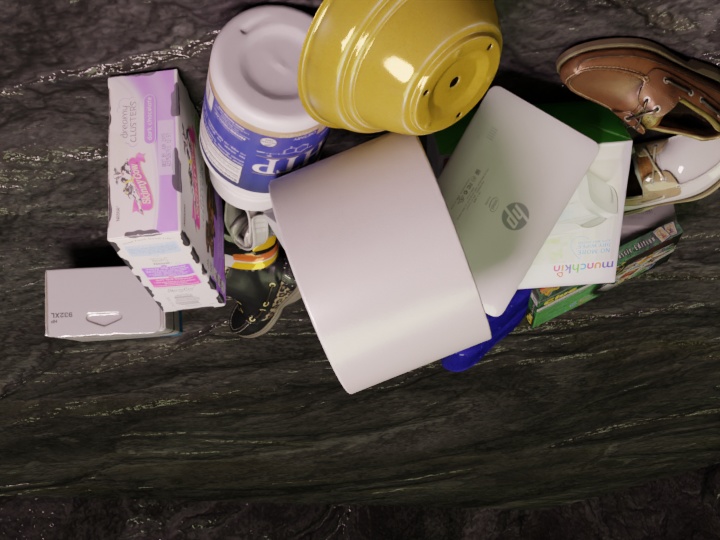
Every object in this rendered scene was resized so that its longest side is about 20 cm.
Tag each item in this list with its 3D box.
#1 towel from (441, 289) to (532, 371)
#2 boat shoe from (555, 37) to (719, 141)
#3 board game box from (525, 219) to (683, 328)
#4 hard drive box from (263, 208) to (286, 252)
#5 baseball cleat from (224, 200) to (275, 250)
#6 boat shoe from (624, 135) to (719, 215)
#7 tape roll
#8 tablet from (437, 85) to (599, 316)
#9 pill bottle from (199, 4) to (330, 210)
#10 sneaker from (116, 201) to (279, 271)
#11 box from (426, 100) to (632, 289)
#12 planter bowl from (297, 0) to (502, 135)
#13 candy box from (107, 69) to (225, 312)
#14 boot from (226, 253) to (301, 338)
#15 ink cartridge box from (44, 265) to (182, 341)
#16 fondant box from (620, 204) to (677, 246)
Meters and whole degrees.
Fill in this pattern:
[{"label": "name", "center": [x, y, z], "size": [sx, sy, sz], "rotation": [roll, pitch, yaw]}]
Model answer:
[{"label": "towel", "center": [0.180, 0.055, 1.400], "size": [0.147, 0.050, 0.200], "rotation": [-42, 166, -21]}, {"label": "boat shoe", "center": [0.283, -0.174, 1.066], "size": [0.197, 0.069, 0.072], "rotation": [5, 158, -22]}, {"label": "board game box", "center": [0.298, 0.006, 1.346], "size": [0.198, 0.024, 0.105], "rotation": [-25, 162, -6]}, {"label": "hard drive box", "center": [0.000, 0.000, 1.193], "size": [0.155, 0.077, 0.201], "rotation": [33, 164, 33]}, {"label": "baseball cleat", "center": [-0.095, -0.060, 1.220], "size": [0.069, 0.107, 0.200], "rotation": [24, 169, 34]}, {"label": "boat shoe", "center": [0.337, -0.110, 1.232], "size": [0.068, 0.076, 0.199], "rotation": [4, 158, -36]}, {"label": "tape roll", "center": [0.017, -0.009, 0.965], "size": [0.138, 0.205, 0.203], "rotation": [-22, 158, 2]}, {"label": "tablet", "center": [0.133, -0.064, 1.070], "size": [0.129, 0.202, 0.014], "rotation": [26, -166, -14]}, {"label": "pill bottle", "center": [-0.087, -0.138, 1.002], "size": [0.118, 0.121, 0.200], "rotation": [0, 159, -13]}, {"label": "sneaker", "center": [-0.195, -0.053, 1.289], "size": [0.197, 0.070, 0.091], "rotation": [2, 133, -1]}, {"label": "box", "center": [0.171, -0.077, 1.153], "size": [0.197, 0.097, 0.178], "rotation": [-4, 125, -3]}, {"label": "planter bowl", "center": [0.052, -0.171, 0.866], "size": [0.199, 0.084, 0.201], "rotation": [-33, 152, -20]}, {"label": "candy box", "center": [-0.188, -0.072, 1.077], "size": [0.070, 0.170, 0.200], "rotation": [-6, 159, 3]}, {"label": "boot", "center": [-0.170, 0.022, 1.460], "size": [0.152, 0.074, 0.203], "rotation": [12, 149, -30]}, {"label": "ink cartridge box", "center": [-0.310, 0.044, 1.393], "size": [0.143, 0.085, 0.200], "rotation": [-3, 175, -4]}, {"label": "fondant box", "center": [0.297, -0.041, 1.422], "size": [0.142, 0.059, 0.200], "rotation": [1, 157, -18]}]
